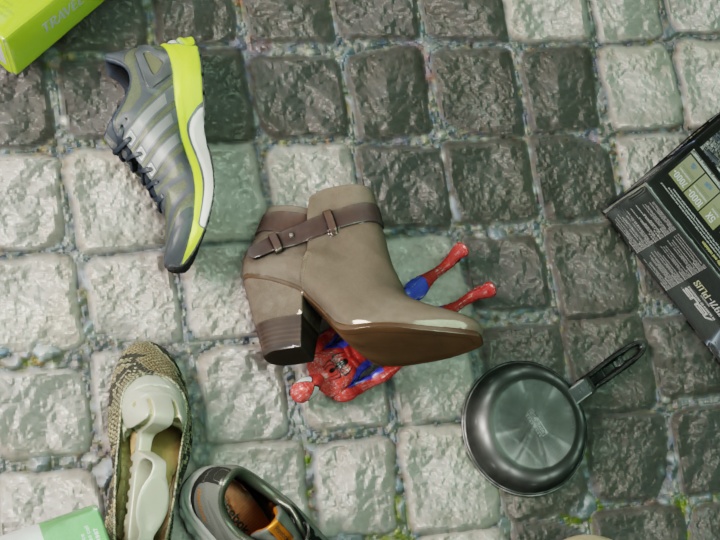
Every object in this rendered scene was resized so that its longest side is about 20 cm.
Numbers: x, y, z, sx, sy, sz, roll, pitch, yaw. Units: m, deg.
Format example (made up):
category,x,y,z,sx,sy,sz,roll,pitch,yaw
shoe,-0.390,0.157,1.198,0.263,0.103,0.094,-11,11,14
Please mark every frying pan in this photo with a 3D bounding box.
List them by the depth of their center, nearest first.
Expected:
category,x,y,z,sx,sy,sz,roll,pitch,yaw
frying pan,0.175,0.125,1.576,0.189,0.031,0.116,-8,79,-19

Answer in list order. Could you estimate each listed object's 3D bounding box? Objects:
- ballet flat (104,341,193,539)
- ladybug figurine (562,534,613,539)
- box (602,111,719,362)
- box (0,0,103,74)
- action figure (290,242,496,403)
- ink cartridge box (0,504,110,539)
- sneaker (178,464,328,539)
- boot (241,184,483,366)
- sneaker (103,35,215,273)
category,x,y,z,sx,sy,sz,roll,pitch,yaw
ballet flat,-0.159,0.145,1.418,0.067,0.075,0.201,8,72,-14
ladybug figurine,0.201,0.310,1.505,0.135,0.072,0.201,-24,83,-25
box,0.343,-0.031,1.649,0.164,0.086,0.200,-39,90,-25
box,-0.248,-0.256,1.494,0.122,0.048,0.200,34,63,23
action figure,0.021,0.049,1.530,0.200,0.052,0.066,-35,92,-23
ink cartridge box,-0.261,0.270,1.326,0.199,0.088,0.146,-18,80,-17
sneaker,-0.053,0.224,1.433,0.200,0.079,0.074,42,63,-6
boot,0.000,0.000,1.483,0.198,0.070,0.147,-3,59,11
sneaker,-0.163,-0.091,1.496,0.080,0.074,0.201,-2,68,-14
